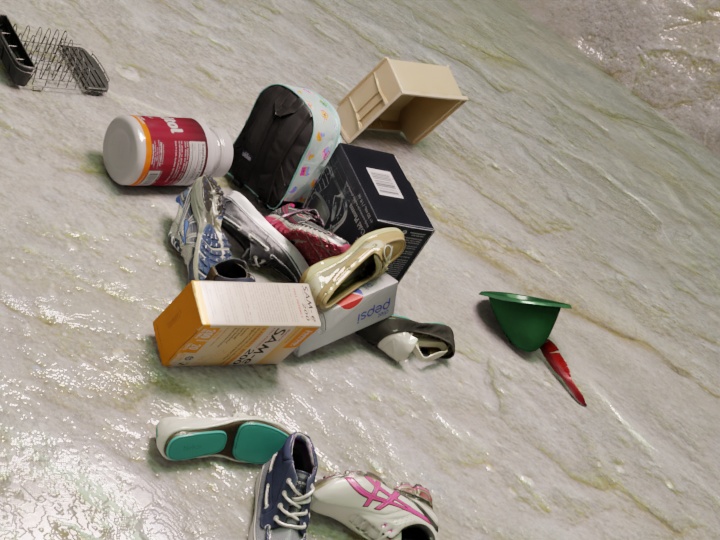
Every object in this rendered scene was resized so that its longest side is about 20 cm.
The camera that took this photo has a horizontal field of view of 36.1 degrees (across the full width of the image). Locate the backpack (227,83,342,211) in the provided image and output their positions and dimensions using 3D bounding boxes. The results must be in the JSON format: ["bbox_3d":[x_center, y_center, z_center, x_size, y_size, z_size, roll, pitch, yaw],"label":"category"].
[{"bbox_3d":[-0.121,-0.221,1.926,0.153,0.201,0.176,-6,37,-46],"label":"backpack"}]

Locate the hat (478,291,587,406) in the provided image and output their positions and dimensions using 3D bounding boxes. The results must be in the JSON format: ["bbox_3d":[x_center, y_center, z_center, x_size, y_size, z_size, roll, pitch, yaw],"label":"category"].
[{"bbox_3d":[0.296,0.138,2.008,0.165,0.177,0.200,6,3,-34],"label":"hat"}]

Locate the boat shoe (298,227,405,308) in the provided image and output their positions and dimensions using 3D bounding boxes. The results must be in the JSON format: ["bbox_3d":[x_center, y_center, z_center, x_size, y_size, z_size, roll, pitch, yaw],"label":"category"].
[{"bbox_3d":[0.000,-0.002,1.684,0.200,0.074,0.063,-25,50,-34],"label":"boat shoe"}]

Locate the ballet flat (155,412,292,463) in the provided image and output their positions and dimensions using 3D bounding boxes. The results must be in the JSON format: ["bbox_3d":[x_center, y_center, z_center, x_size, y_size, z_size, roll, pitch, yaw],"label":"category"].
[{"bbox_3d":[-0.179,0.213,1.451,0.199,0.070,0.070,6,41,-35],"label":"ballet flat"}]

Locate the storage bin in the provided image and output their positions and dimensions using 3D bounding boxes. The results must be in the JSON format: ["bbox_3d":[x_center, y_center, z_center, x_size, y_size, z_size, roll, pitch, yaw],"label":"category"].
[{"bbox_3d":[0.079,-0.343,2.295,0.199,0.198,0.094,-4,65,-44],"label":"storage bin"}]

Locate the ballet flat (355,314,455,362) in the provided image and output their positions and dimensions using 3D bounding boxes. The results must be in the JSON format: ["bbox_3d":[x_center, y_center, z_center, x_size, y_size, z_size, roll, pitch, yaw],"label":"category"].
[{"bbox_3d":[0.082,0.113,1.807,0.199,0.068,0.069,6,49,-35],"label":"ballet flat"}]

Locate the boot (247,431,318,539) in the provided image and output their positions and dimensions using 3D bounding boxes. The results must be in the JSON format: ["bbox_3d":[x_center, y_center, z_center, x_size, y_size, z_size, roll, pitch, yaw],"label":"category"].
[{"bbox_3d":[-0.093,0.298,1.378,0.072,0.091,0.201,18,35,-22],"label":"boot"}]

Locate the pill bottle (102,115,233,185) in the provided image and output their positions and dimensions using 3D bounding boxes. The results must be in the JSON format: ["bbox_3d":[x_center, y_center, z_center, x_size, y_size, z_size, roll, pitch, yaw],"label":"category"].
[{"bbox_3d":[-0.314,-0.197,1.825,0.199,0.113,0.113,-5,48,-45],"label":"pill bottle"}]

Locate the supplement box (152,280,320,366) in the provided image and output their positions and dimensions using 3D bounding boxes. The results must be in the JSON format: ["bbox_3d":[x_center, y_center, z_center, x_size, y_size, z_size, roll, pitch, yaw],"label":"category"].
[{"bbox_3d":[-0.174,0.077,1.560,0.199,0.126,0.074,2,59,-39],"label":"supplement box"}]

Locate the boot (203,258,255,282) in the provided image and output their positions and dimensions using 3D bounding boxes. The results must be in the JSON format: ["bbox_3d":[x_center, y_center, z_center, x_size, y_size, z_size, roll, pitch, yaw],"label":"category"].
[{"bbox_3d":[-0.168,0.033,1.660,0.199,0.097,0.075,-7,49,-45],"label":"boot"}]

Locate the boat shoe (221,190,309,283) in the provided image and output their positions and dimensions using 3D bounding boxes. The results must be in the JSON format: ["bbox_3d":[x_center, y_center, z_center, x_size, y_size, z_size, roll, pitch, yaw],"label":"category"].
[{"bbox_3d":[-0.163,-0.038,1.794,0.200,0.072,0.068,47,66,-4],"label":"boat shoe"}]

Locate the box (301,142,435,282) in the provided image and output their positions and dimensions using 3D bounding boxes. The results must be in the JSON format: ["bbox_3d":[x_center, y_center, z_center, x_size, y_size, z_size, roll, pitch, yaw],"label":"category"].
[{"bbox_3d":[-0.002,-0.070,1.851,0.123,0.197,0.201,7,40,-33],"label":"box"}]

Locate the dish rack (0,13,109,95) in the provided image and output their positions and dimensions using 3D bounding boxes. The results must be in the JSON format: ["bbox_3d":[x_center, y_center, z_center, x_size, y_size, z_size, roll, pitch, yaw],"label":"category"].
[{"bbox_3d":[-0.533,-0.370,1.918,0.199,0.055,0.154,-1,46,-43],"label":"dish rack"}]

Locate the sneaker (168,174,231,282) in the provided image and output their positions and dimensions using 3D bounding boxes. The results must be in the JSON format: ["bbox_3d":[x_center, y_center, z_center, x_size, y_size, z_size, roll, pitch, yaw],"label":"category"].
[{"bbox_3d":[-0.255,-0.046,1.722,0.077,0.085,0.201,34,44,-48],"label":"sneaker"}]

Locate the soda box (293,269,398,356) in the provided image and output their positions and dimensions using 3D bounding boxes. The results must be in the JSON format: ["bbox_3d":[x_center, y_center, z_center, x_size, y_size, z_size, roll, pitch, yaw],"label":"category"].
[{"bbox_3d":[-0.036,0.059,1.711,0.199,0.069,0.063,-21,43,-35],"label":"soda box"}]

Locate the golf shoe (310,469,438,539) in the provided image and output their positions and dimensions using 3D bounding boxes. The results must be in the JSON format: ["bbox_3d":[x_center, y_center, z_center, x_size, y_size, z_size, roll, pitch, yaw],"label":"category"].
[{"bbox_3d":[0.021,0.323,1.464,0.199,0.073,0.092,16,37,-27],"label":"golf shoe"}]

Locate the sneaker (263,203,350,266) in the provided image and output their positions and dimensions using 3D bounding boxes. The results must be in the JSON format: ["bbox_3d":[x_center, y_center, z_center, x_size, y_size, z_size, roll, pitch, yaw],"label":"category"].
[{"bbox_3d":[-0.085,-0.065,1.802,0.075,0.081,0.199,-41,42,-24],"label":"sneaker"}]
